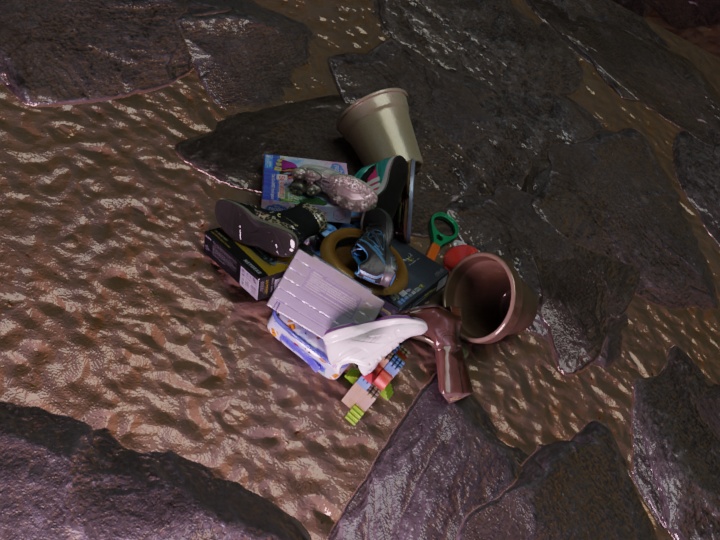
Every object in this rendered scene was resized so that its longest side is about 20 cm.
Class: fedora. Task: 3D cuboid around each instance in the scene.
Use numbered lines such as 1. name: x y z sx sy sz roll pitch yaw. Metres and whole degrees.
1. fedora: 0.000 0.000 1.598 0.197 0.082 0.202 17 39 -15

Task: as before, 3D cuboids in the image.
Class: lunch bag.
1. lunch bag: -0.081 0.116 1.553 0.199 0.076 0.161 37 48 2

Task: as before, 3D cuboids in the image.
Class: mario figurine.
1. mario figurine: 0.274 -0.002 1.866 0.197 0.108 0.123 16 12 -32

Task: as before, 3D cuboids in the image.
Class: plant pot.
1. plant pot: 0.064 -0.315 1.912 0.198 0.200 0.186 -13 73 -36
2. plant pot: 0.313 0.072 1.748 0.173 0.200 0.203 15 46 -43

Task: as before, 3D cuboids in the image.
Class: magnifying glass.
1. magnifying glass: 0.190 -0.072 1.895 0.079 0.022 0.201 32 44 -4

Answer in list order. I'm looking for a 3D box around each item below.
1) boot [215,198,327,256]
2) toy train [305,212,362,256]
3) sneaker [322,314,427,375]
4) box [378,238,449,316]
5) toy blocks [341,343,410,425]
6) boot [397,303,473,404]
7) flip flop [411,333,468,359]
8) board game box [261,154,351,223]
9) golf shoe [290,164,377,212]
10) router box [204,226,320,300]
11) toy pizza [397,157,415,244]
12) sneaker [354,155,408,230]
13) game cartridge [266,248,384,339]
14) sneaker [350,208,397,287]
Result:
1. boot: -0.179 -0.103 1.570 0.201 0.075 0.153 25 30 21
2. toy train: -0.047 -0.093 1.734 0.197 0.087 0.115 -4 48 -29
3. sneaker: 0.032 0.140 1.443 0.196 0.075 0.102 -12 82 3
4. box: 0.080 0.020 1.707 0.157 0.052 0.199 33 42 25
5. toy blocks: 0.043 0.193 1.518 0.100 0.137 0.200 39 46 4
6. boot: 0.159 0.176 1.604 0.184 0.064 0.204 4 77 -37
7. flip flop: 0.158 0.127 1.690 0.199 0.058 0.081 36 45 1
8. board game box: -0.123 -0.185 1.726 0.195 0.042 0.202 5 37 -10
9. golf shoe: -0.048 -0.190 1.659 0.197 0.079 0.097 20 31 8
10. router box: -0.200 -0.031 1.563 0.156 0.053 0.199 -19 42 -38
11. toy pizza: 0.107 -0.162 1.807 0.031 0.202 0.203 4 49 4
12. sneaker: 0.022 -0.165 1.727 0.083 0.120 0.202 41 63 -32
13. game cartridge: -0.065 0.061 1.485 0.198 0.038 0.131 32 83 -6
14. sneaker: 0.022 -0.057 1.548 0.080 0.074 0.202 11 41 -18
